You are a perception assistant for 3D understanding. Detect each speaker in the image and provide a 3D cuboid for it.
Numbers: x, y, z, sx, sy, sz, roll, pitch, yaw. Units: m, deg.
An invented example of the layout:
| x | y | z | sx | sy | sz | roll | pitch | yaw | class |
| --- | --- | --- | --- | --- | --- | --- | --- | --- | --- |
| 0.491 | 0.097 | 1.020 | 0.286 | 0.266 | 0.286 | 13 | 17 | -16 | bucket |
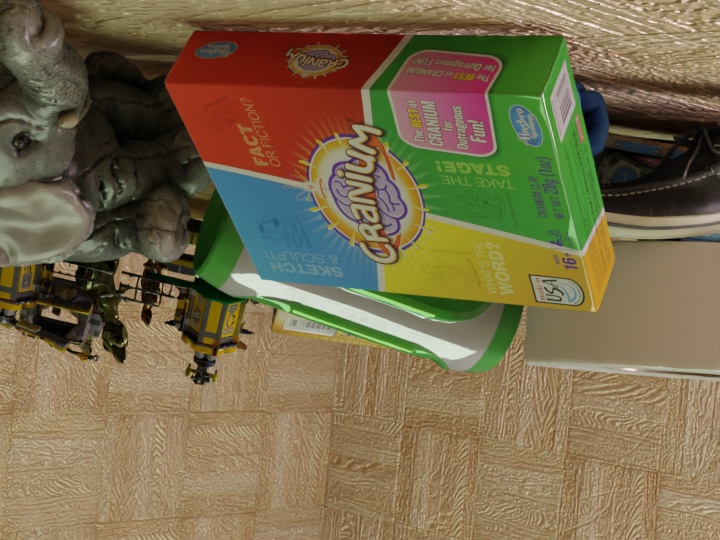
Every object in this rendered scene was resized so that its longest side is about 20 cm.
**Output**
| x | y | z | sx | sy | sz | roll | pitch | yaw | class |
| --- | --- | --- | --- | --- | --- | --- | --- | --- | --- |
| 0.000 | 0.000 | 0.915 | 0.199 | 0.089 | 0.088 | 20 | 176 | -16 | speaker |

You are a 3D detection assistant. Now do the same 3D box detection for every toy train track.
| x | y | z | sx | sy | sz | roll | pitch | yaw | class |
| --- | --- | --- | --- | --- | --- | --- | --- | --- | --- |
| 0.220 | -0.081 | 0.903 | 0.199 | 0.033 | 0.115 | 11 | -167 | 13 | toy train track |

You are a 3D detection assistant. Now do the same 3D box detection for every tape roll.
| x | y | z | sx | sy | sz | roll | pitch | yaw | class |
| --- | --- | --- | --- | --- | --- | --- | --- | --- | --- |
| 0.199 | 0.028 | 0.862 | 0.201 | 0.071 | 0.202 | 5 | 175 | 0 | tape roll |

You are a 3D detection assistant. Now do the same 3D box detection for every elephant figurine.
| x | y | z | sx | sy | sz | roll | pitch | yaw | class |
| --- | --- | --- | --- | --- | --- | --- | --- | --- | --- |
| -0.182 | -0.072 | 0.782 | 0.141 | 0.156 | 0.200 | 27 | -171 | 29 | elephant figurine |

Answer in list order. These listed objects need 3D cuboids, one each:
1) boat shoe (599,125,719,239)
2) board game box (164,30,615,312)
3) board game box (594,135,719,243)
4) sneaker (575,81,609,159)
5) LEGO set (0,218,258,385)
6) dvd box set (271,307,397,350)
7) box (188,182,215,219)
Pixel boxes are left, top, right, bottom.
| x | y | z | sx | sy | sz | roll | pitch | yaw | class |
| --- | --- | --- | --- | --- | --- | --- | --- | --- | --- |
| 0.198 | -0.053 | 0.799 | 0.199 | 0.063 | 0.075 | -7 | -172 | -1 | boat shoe |
| 0.018 | -0.050 | 0.737 | 0.199 | 0.040 | 0.153 | 5 | 141 | 26 | board game box |
| 0.200 | -0.048 | 0.956 | 0.199 | 0.062 | 0.200 | 6 | -167 | -12 | board game box |
| 0.086 | -0.061 | 0.828 | 0.105 | 0.076 | 0.200 | 1 | 170 | 4 | sneaker |
| -0.162 | 0.029 | 0.975 | 0.199 | 0.116 | 0.154 | 9 | -155 | -11 | LEGO set |
| 0.014 | 0.015 | 1.065 | 0.146 | 0.030 | 0.200 | 8 | 160 | -5 | dvd box set |
| -0.069 | -0.066 | 0.944 | 0.199 | 0.021 | 0.164 | 3 | 163 | 15 | box |
